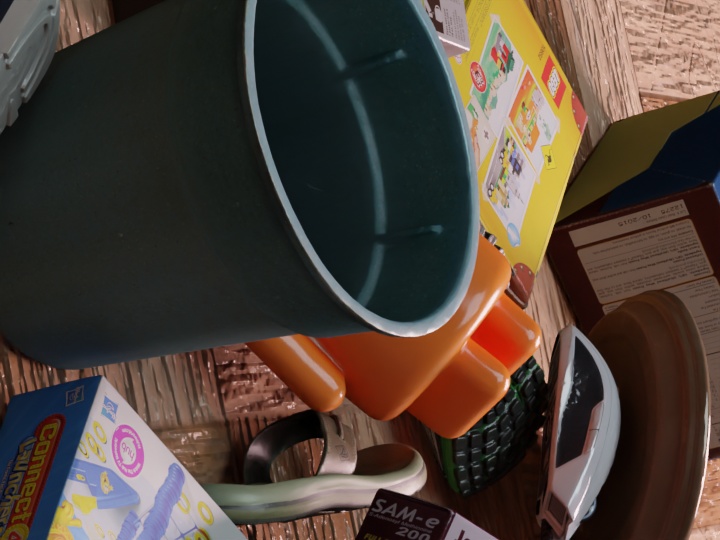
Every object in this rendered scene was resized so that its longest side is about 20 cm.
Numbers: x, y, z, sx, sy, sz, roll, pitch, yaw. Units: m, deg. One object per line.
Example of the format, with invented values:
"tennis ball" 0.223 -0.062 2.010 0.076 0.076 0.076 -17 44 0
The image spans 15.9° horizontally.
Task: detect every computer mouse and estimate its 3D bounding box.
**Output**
"computer mouse" 0.130 0.127 1.534 0.110 0.044 0.200 97 0 -67

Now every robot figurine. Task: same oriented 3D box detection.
"robot figurine" -0.001 0.001 1.385 0.200 0.144 0.117 41 -2 -1

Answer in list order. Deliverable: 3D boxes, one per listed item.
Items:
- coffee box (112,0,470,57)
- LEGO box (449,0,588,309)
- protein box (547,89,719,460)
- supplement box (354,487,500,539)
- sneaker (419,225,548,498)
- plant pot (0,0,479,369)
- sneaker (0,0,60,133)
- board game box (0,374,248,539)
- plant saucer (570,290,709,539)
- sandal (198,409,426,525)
"coffee box" -0.039 -0.161 1.435 0.200 0.113 0.080 12 66 -59
"LEGO box" 0.061 -0.085 1.607 0.149 0.077 0.200 58 33 -28
"protein box" 0.251 0.001 1.839 0.200 0.135 0.199 65 30 -17
"supplement box" 0.020 0.225 1.312 0.109 0.061 0.200 35 74 -40
"sneaker" 0.053 0.046 1.534 0.078 0.085 0.200 -31 125 -28
"plant pot" -0.077 -0.044 1.225 0.200 0.196 0.200 36 46 -49
"sneaker" -0.211 -0.065 1.141 0.200 0.080 0.076 -58 170 -36
"board game box" -0.111 0.187 1.199 0.200 0.056 0.196 52 36 -35
"plant saucer" 0.163 0.110 1.607 0.029 0.200 0.200 9 62 -15
"sandal" -0.030 0.102 1.356 0.201 0.080 0.057 0 79 -60
